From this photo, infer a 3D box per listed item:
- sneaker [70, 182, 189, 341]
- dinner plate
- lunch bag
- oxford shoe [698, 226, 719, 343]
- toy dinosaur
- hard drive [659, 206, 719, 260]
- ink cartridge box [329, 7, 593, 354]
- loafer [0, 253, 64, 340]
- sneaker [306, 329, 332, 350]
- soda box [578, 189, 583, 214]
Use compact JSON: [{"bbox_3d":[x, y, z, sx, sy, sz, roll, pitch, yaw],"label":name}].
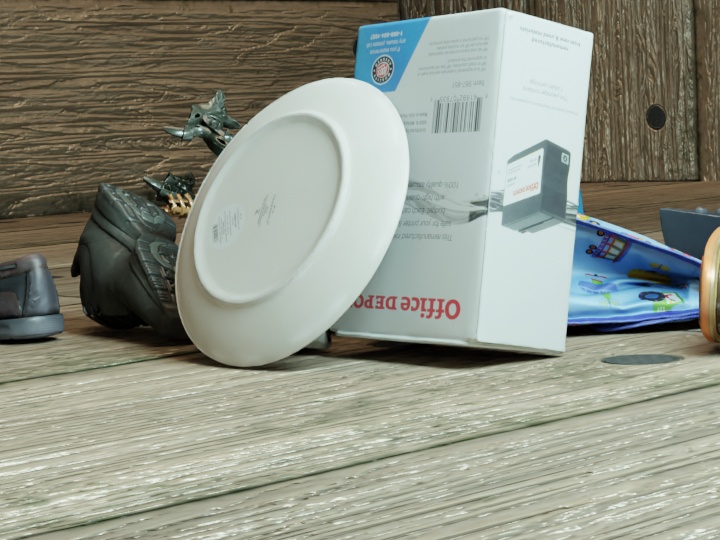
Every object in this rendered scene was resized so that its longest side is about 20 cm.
[{"bbox_3d":[-0.163,0.012,1.428,0.075,0.091,0.200,25,13,-28],"label":"sneaker"},{"bbox_3d":[-0.052,-0.036,1.220,0.199,0.202,0.024,2,-23,47],"label":"dinner plate"},{"bbox_3d":[0.166,0.000,1.347,0.198,0.095,0.151,6,1,-7],"label":"lunch bag"},{"bbox_3d":[0.265,0.008,1.204,0.072,0.072,0.199,4,7,30],"label":"oxford shoe"},{"bbox_3d":[-0.088,-0.065,1.498,0.135,0.103,0.200,35,0,21],"label":"toy dinosaur"},{"bbox_3d":[0.340,-0.019,1.490,0.198,0.043,0.135,9,4,25],"label":"hard drive"},{"bbox_3d":[0.062,-0.053,1.213,0.083,0.202,0.144,8,-4,-39],"label":"ink cartridge box"},{"bbox_3d":[-0.301,0.018,1.465,0.198,0.064,0.072,1,5,37],"label":"loafer"},{"bbox_3d":[-0.066,0.017,1.329,0.080,0.076,0.200,-12,5,-3],"label":"sneaker"},{"bbox_3d":[0.084,-0.027,1.593,0.198,0.065,0.068,1,-20,-17],"label":"soda box"}]
